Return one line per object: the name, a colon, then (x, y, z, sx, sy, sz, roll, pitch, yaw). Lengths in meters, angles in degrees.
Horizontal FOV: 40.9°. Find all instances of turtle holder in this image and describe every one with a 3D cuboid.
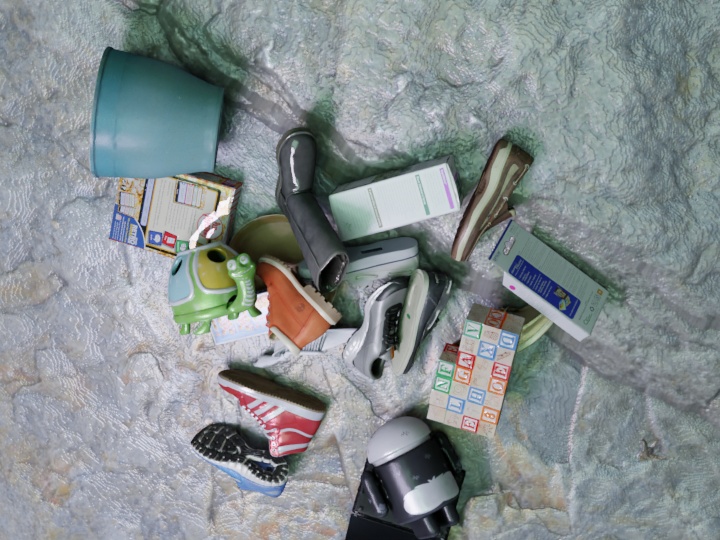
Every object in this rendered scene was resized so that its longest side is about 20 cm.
turtle holder: (-0.236, 0.025, 1.527, 0.139, 0.185, 0.133, -15, 94, -11)

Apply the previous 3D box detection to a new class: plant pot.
plant pot: (-0.131, 0.001, 1.624, 0.198, 0.028, 0.202, 3, 109, 9)
plant pot: (-0.310, -0.232, 1.505, 0.186, 0.200, 0.202, 7, 110, -9)

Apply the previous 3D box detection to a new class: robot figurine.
robot figurine: (0.089, 0.347, 1.629, 0.124, 0.150, 0.202, -30, 81, 24)

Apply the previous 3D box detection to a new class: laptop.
laptop: (0.077, 0.427, 1.732, 0.175, 0.103, 0.202, 16, 84, 4)

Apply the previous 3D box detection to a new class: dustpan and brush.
dustpan and brush: (-0.114, 0.133, 1.632, 0.199, 0.139, 0.058, -7, 84, 42)

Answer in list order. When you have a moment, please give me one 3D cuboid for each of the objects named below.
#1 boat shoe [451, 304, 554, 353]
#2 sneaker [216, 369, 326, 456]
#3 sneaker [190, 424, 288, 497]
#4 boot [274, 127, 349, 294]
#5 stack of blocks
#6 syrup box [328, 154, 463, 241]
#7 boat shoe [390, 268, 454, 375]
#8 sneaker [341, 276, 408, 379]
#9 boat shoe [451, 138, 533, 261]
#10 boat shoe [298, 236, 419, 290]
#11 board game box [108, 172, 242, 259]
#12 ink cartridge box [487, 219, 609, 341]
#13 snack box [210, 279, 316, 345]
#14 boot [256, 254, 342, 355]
boat shoe: (0.232, 0.096, 1.563, 0.199, 0.074, 0.069, -37, 104, 20)
sneaker: (-0.169, 0.253, 1.689, 0.198, 0.071, 0.113, 21, 107, 1)
sneaker: (-0.219, 0.349, 1.720, 0.199, 0.079, 0.090, 25, 135, 20)
boot: (-0.074, -0.092, 1.481, 0.072, 0.201, 0.183, -10, 139, -14)
stack of blocks: (0.182, 0.157, 1.538, 0.114, 0.059, 0.202, 16, 120, 12)
syrup box: (0.058, -0.115, 1.524, 0.198, 0.079, 0.082, -13, 104, 14)
boat shoe: (0.099, 0.091, 1.590, 0.067, 0.072, 0.202, 3, 121, -26)
sneaker: (0.040, 0.093, 1.578, 0.079, 0.074, 0.201, 43, 129, 28)
boat shoe: (0.208, -0.098, 1.506, 0.074, 0.075, 0.204, 22, 110, -1)
boat shoe: (0.000, 0.000, 1.566, 0.198, 0.071, 0.071, -12, 116, -8)
board game box: (-0.310, -0.099, 1.614, 0.198, 0.046, 0.153, 17, 110, 4)
ink cartridge box: (0.291, 0.015, 1.515, 0.199, 0.095, 0.037, 38, 147, -4)
snack box: (-0.163, 0.070, 1.625, 0.198, 0.024, 0.073, -13, 106, 14)
boot: (-0.125, 0.052, 1.530, 0.107, 0.200, 0.075, -48, 137, -2)
